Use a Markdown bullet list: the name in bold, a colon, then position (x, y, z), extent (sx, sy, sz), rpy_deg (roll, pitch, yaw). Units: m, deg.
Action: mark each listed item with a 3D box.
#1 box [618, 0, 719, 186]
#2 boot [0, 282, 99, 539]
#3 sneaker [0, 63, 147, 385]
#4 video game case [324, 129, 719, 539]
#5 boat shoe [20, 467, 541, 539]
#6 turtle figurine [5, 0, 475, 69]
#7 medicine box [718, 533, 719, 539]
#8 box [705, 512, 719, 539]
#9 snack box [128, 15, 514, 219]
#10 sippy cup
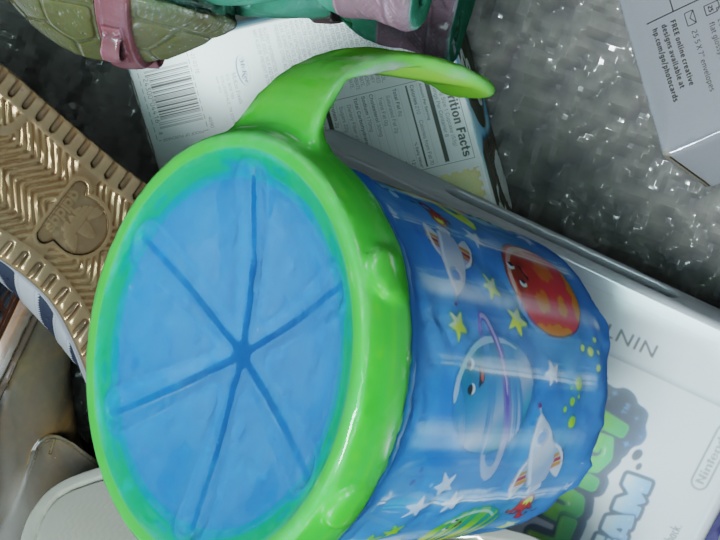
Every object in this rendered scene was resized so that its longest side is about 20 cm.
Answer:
- **box**: position (0.169, -0.135, 0.788), extent (0.200, 0.041, 0.156), rpy_deg (-23, 66, 23)
- **boot**: position (-0.113, 0.067, 0.959), extent (0.097, 0.075, 0.200), rpy_deg (18, 103, -21)
- **sneaker**: position (-0.102, -0.008, 0.877), extent (0.200, 0.108, 0.070), rpy_deg (45, 80, -19)
- **video game case**: position (0.029, 0.076, 0.905), extent (0.182, 0.024, 0.200), rpy_deg (25, 109, 0)
- **boat shoe**: position (-0.019, 0.114, 0.879), extent (0.200, 0.074, 0.060), rpy_deg (5, 145, 13)
- **turtle figurine**: position (-0.065, -0.114, 0.833), extent (0.200, 0.150, 0.101), rpy_deg (14, 105, 12)
- **medicine box**: position (0.228, 0.061, 0.826), extent (0.182, 0.103, 0.200), rpy_deg (14, 98, -8)
- **box**: position (0.210, 0.133, 0.924), extent (0.200, 0.032, 0.121), rpy_deg (41, 109, -6)
- **snack box**: position (0.000, 0.000, 0.918), extent (0.116, 0.037, 0.200), rpy_deg (-12, 105, 13)
- **sippy cup**: position (0.004, 0.031, 0.803), extent (0.178, 0.130, 0.140), rpy_deg (-54, 48, 28)
